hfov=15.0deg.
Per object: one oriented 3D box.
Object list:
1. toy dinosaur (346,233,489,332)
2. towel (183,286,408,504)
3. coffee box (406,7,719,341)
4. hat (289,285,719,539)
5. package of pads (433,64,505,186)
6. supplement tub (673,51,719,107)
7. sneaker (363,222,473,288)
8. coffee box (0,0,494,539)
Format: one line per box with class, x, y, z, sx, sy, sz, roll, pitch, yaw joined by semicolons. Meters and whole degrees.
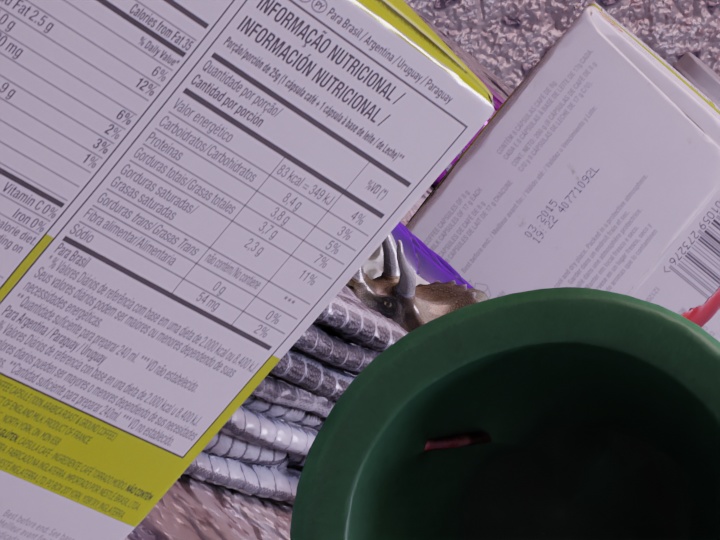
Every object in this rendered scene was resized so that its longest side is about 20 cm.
toy dinosaur;0.030;0.043;1.206;0.077;0.102;0.200;44;11;15
towel;-0.076;-0.003;1.040;0.166;0.086;0.200;46;10;30
coffee box;0.144;-0.014;1.576;0.200;0.200;0.198;40;8;-1
hat;0.076;0.089;0.996;0.176;0.199;0.167;72;1;-87
package of pads;0.080;-0.111;2.192;0.120;0.076;0.200;37;10;-15
supplement tub;0.263;-0.074;2.370;0.140;0.200;0.140;39;10;-8
sneaker;0.000;0.001;1.414;0.200;0.070;0.100;43;2;-17
coffee box;-0.123;-0.066;0.792;0.200;0.198;0.200;30;14;-49
